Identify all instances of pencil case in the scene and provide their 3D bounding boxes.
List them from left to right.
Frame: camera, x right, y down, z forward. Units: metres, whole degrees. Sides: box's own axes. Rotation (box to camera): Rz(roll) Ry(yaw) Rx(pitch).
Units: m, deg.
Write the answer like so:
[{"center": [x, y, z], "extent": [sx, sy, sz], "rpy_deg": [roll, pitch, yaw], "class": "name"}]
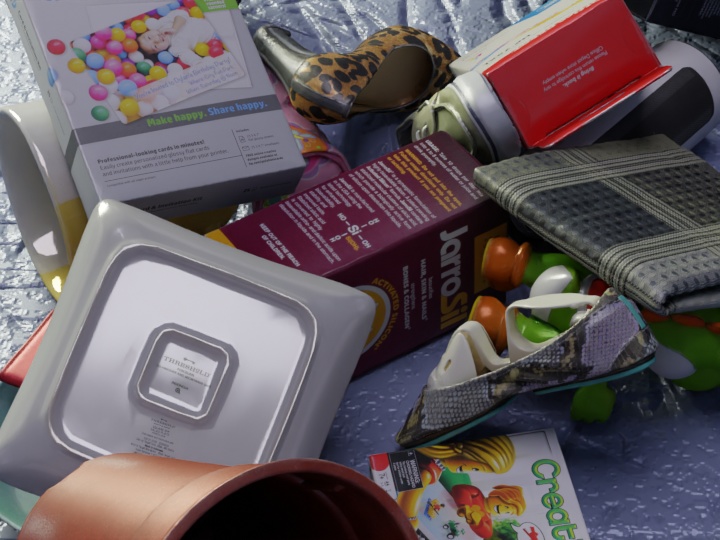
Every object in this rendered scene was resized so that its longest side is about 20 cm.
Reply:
[{"center": [-0.083, -0.108, 1.684], "extent": [0.087, 0.088, 0.200], "rpy_deg": [-21, 44, -19], "class": "pencil case"}]

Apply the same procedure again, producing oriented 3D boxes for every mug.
[{"center": [-0.163, -0.051, 1.598], "extent": [0.152, 0.188, 0.149], "rpy_deg": [-20, 18, -20], "class": "mug"}]

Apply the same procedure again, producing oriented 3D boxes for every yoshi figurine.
[{"center": [0.178, 0.041, 1.498], "extent": [0.199, 0.113, 0.112], "rpy_deg": [11, 24, 14], "class": "yoshi figurine"}]

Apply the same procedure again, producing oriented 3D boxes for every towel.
[{"center": [0.203, -0.031, 1.498], "extent": [0.199, 0.035, 0.192], "rpy_deg": [-11, 35, -39], "class": "towel"}]

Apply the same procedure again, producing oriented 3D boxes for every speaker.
[{"center": [0.186, -0.090, 1.644], "extent": [0.081, 0.082, 0.200], "rpy_deg": [29, 51, 31], "class": "speaker"}]

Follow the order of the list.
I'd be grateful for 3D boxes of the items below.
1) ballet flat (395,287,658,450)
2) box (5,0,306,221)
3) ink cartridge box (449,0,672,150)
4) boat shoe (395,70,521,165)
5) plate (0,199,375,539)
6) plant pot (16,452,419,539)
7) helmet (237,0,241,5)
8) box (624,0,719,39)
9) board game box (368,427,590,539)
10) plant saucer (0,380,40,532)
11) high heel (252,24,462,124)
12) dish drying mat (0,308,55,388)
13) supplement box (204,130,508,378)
[{"center": [0.098, 0.058, 1.433], "extent": [0.199, 0.072, 0.072], "rpy_deg": [-23, 33, 31], "class": "ballet flat"}, {"center": [-0.144, -0.132, 1.537], "extent": [0.155, 0.041, 0.201], "rpy_deg": [-11, 63, -25], "class": "box"}, {"center": [0.145, -0.150, 1.628], "extent": [0.116, 0.068, 0.200], "rpy_deg": [-32, 11, -3], "class": "ink cartridge box"}, {"center": [0.070, -0.099, 1.624], "extent": [0.062, 0.072, 0.200], "rpy_deg": [-30, 2, -5], "class": "boat shoe"}, {"center": [-0.112, 0.070, 1.404], "extent": [0.198, 0.032, 0.201], "rpy_deg": [21, 74, 3], "class": "plate"}, {"center": [-0.095, 0.192, 1.253], "extent": [0.200, 0.202, 0.195], "rpy_deg": [-33, 22, -28], "class": "plant pot"}, {"center": [-0.179, -0.271, 1.786], "extent": [0.199, 0.191, 0.200], "rpy_deg": [-29, 11, 6], "class": "helmet"}, {"center": [0.226, -0.274, 1.752], "extent": [0.196, 0.118, 0.199], "rpy_deg": [34, 19, 34], "class": "box"}, {"center": [0.083, 0.188, 1.380], "extent": [0.125, 0.035, 0.201], "rpy_deg": [-8, 43, -6], "class": "board game box"}, {"center": [-0.161, 0.120, 1.471], "extent": [0.198, 0.036, 0.201], "rpy_deg": [-2, 43, 2], "class": "plant saucer"}, {"center": [0.027, -0.135, 1.679], "extent": [0.199, 0.072, 0.143], "rpy_deg": [5, 24, -27], "class": "high heel"}, {"center": [-0.139, 0.079, 1.475], "extent": [0.199, 0.018, 0.077], "rpy_deg": [16, 45, 21], "class": "dish drying mat"}, {"center": [0.000, 0.000, 1.535], "extent": [0.199, 0.111, 0.086], "rpy_deg": [-25, 47, -22], "class": "supplement box"}]
